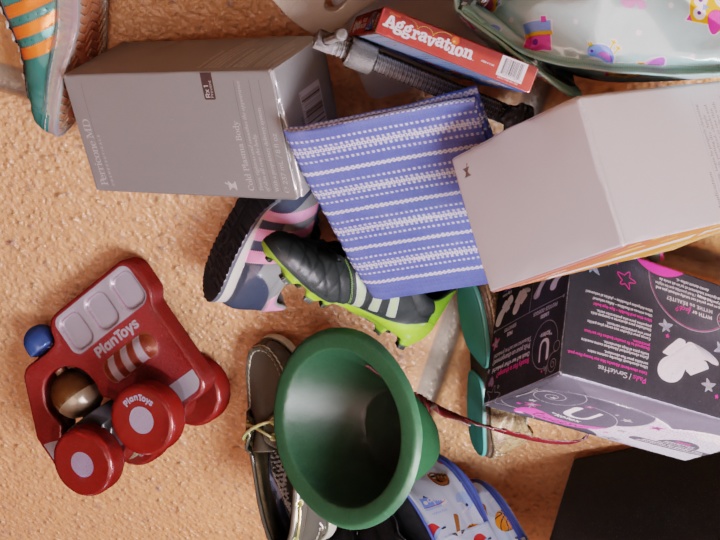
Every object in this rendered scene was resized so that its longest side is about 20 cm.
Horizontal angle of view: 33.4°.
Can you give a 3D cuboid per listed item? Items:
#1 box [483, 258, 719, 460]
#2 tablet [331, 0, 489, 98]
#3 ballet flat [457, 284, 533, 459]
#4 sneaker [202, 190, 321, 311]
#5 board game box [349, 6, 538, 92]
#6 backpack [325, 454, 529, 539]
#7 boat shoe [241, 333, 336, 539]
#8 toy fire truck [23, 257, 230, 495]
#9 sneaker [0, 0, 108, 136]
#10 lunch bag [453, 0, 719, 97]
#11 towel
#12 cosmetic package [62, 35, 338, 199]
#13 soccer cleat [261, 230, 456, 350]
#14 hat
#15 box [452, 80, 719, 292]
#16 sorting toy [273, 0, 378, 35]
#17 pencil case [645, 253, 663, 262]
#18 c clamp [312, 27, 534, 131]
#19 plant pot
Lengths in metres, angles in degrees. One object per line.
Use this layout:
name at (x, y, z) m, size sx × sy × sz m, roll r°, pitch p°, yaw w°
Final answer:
box at (0.220, 0.072, 0.967) m, size 0.200 × 0.115 × 0.132 m, roll 18°, pitch 157°, yaw -16°
tablet at (0.033, -0.236, 0.916) m, size 0.130 × 0.014 × 0.200 m, roll -14°, pitch 117°, yaw 16°
ballet flat at (0.127, 0.078, 1.073) m, size 0.065 × 0.071 × 0.200 m, roll -15°, pitch 124°, yaw -14°
sneaker at (-0.059, -0.046, 1.025) m, size 0.082 × 0.070 × 0.200 m, roll 18°, pitch 123°, yaw -30°
board game box at (0.050, -0.151, 0.818) m, size 0.103 × 0.200 × 0.019 m, roll 21°, pitch 98°, yaw -9°
backpack at (0.065, 0.267, 1.117) m, size 0.200 × 0.154 × 0.191 m, roll -44°, pitch 71°, yaw 45°
boat shoe at (-0.072, 0.161, 1.105) m, size 0.072 × 0.060 × 0.202 m, roll -8°, pitch 96°, yaw 41°
toy fire truck at (-0.232, 0.102, 1.119) m, size 0.200 × 0.112 × 0.168 m, roll -35°, pitch 86°, yaw 24°
sneaker at (-0.250, -0.206, 0.950) m, size 0.080 × 0.071 × 0.200 m, roll 20°, pitch 122°, yaw 10°
lunch bag at (0.162, -0.182, 0.827) m, size 0.200 × 0.170 × 0.122 m, roll -1°, pitch 100°, yaw 8°
towel at (0.045, -0.051, 0.893) m, size 0.145 × 0.024 × 0.200 m, roll -10°, pitch 139°, yaw 17°
cosmetic package at (-0.121, -0.120, 0.933) m, size 0.200 × 0.090 × 0.107 m, roll 1°, pitch 118°, yaw 27°
soccer cleat at (0.000, 0.000, 1.006) m, size 0.200 × 0.068 × 0.081 m, roll 28°, pitch 104°, yaw -42°
hat at (0.048, 0.142, 1.071) m, size 0.176 × 0.200 × 0.166 m, roll 2°, pitch 128°, yaw -47°
box at (0.184, -0.060, 0.814) m, size 0.124 × 0.200 × 0.098 m, roll -23°, pitch 81°, yaw 52°
sorting toy at (-0.017, -0.249, 0.857) m, size 0.200 × 0.107 × 0.180 m, roll -13°, pitch 137°, yaw 23°
pencil case at (0.149, -0.044, 0.973) m, size 0.200 × 0.088 × 0.088 m, roll -3°, pitch 120°, yaw 9°
c clamp at (0.051, -0.134, 0.876) m, size 0.200 × 0.171 × 0.027 m, roll 19°, pitch 98°, yaw -18°
plant pot at (0.267, 0.276, 1.098) m, size 0.177 × 0.200 × 0.200 m, roll 9°, pitch 123°, yaw 18°
